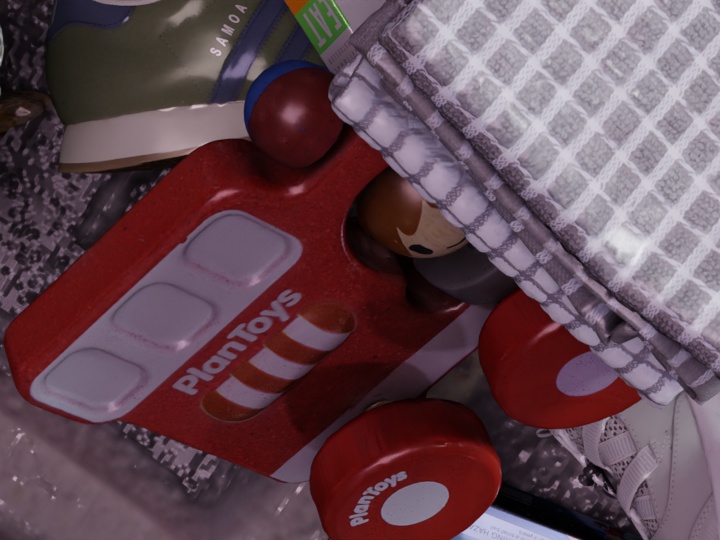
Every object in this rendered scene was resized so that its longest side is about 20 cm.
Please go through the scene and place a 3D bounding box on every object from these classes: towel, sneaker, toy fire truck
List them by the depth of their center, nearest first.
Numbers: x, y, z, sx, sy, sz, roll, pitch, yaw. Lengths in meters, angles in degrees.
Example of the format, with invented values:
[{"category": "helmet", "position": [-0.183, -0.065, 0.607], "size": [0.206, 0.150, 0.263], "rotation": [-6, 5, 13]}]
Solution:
[{"category": "towel", "position": [0.108, -0.076, 0.657], "size": [0.166, 0.086, 0.200], "rotation": [44, 79, -17]}, {"category": "toy fire truck", "position": [0.000, 0.000, 0.736], "size": [0.200, 0.168, 0.112], "rotation": [-41, 48, 25]}, {"category": "sneaker", "position": [0.107, 0.060, 0.800], "size": [0.082, 0.075, 0.200], "rotation": [-22, 69, 24]}, {"category": "sneaker", "position": [-0.022, -0.094, 0.805], "size": [0.200, 0.067, 0.090], "rotation": [-10, 90, 6]}]

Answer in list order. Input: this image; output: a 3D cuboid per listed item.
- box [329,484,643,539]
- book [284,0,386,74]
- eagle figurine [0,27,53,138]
[{"category": "box", "position": [0.072, 0.164, 0.836], "size": [0.200, 0.038, 0.137], "rotation": [20, 100, 5]}, {"category": "book", "position": [-0.005, -0.176, 0.758], "size": [0.134, 0.048, 0.200], "rotation": [-29, 86, -31]}, {"category": "eagle figurine", "position": [-0.176, -0.046, 0.766], "size": [0.151, 0.200, 0.152], "rotation": [25, 101, 5]}]
